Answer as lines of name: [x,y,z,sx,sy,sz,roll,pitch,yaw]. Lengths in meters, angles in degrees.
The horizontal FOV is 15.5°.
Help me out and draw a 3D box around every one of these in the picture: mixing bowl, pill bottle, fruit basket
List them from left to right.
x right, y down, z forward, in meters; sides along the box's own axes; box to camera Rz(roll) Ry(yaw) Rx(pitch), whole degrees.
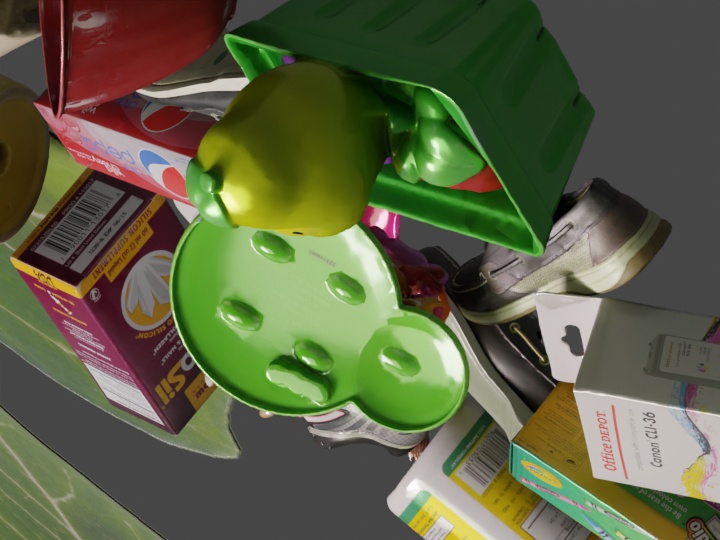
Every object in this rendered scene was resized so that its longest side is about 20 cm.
mixing bowl: [-0.129,-0.190,1.522,0.107,0.202,0.200,-3,162,-9]
fruit basket: [0.000,-0.070,1.473,0.215,0.216,0.156,18,151,46]
pill bottle: [0.127,0.189,1.921,0.200,0.113,0.113,39,160,4]

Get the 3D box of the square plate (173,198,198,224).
square plate: [-0.044,0.003,1.962,0.200,0.028,0.198,47,159,-18]

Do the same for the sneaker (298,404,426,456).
sneaker: [-0.034,0.081,1.893,0.199,0.074,0.088,18,140,13]

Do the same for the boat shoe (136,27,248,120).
boat shoe: [-0.085,-0.117,1.715,0.199,0.072,0.068,10,141,51]

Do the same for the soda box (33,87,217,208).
soda box: [-0.139,-0.097,1.869,0.199,0.064,0.070,20,152,44]

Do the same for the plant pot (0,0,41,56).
plant pot: [-0.282,-0.206,1.748,0.183,0.201,0.201,-7,130,50]

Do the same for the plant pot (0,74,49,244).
plant pot: [-0.357,-0.102,2.098,0.188,0.202,0.201,12,150,22]

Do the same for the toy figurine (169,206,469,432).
toy figurine: [0.000,0.000,1.684,0.199,0.184,0.151,28,116,5]

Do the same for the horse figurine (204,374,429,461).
horse figurine: [-0.028,0.097,2.036,0.199,0.050,0.133,16,163,-7]

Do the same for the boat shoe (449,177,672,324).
boat shoe: [0.109,-0.018,1.585,0.066,0.072,0.201,50,153,-12]

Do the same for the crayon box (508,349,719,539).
crayon box: [0.205,0.127,1.634,0.199,0.119,0.058,34,160,18]

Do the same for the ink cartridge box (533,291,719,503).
ink cartridge box: [0.194,0.080,1.541,0.199,0.068,0.117,10,151,18]

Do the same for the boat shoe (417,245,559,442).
boat shoe: [0.100,0.060,1.757,0.202,0.060,0.072,54,164,18]

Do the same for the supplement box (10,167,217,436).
supplement box: [-0.181,0.025,2.134,0.085,0.111,0.200,23,154,39]
